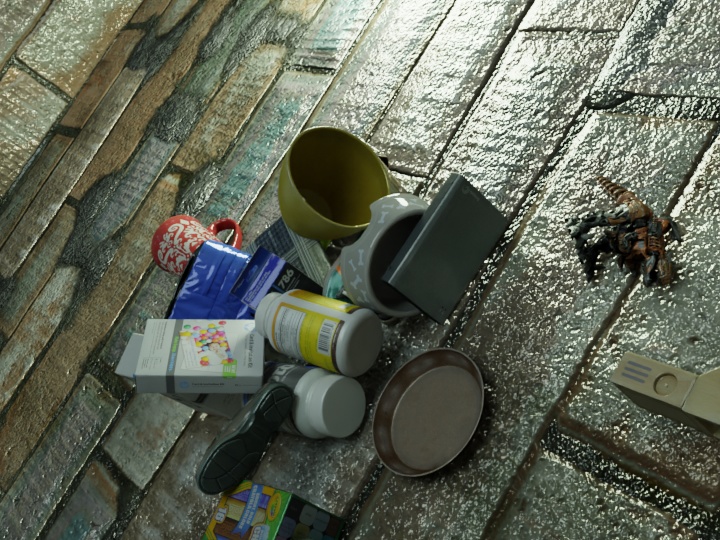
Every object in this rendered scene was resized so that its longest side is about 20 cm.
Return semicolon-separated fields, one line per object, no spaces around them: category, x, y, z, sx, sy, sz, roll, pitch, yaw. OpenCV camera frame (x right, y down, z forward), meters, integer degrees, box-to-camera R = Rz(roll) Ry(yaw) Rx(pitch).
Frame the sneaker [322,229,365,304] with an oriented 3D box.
sneaker;0.000;0.000;1.538;0.080;0.071;0.200;-3;57;50

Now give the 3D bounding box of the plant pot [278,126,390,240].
plant pot;-0.068;-0.133;1.566;0.142;0.200;0.200;-40;33;51

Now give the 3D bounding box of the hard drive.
hard drive;0.134;-0.033;1.367;0.200;0.140;0.033;-57;37;-6

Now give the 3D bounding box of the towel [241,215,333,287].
towel;-0.135;0.000;1.660;0.192;0.035;0.200;-38;61;25

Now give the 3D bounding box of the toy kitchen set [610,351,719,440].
toy kitchen set;0.397;0.065;0.994;0.180;0.163;0.200;19;75;51

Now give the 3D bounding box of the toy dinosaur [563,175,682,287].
toy dinosaur;0.360;-0.050;1.211;0.136;0.102;0.200;-22;26;13

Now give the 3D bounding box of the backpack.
backpack;-0.252;0.056;1.614;0.163;0.167;0.200;115;171;-77

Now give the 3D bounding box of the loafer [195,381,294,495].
loafer;-0.178;0.253;1.349;0.200;0.072;0.063;-49;23;-13

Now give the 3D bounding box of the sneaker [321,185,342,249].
sneaker;-0.073;-0.090;1.705;0.200;0.074;0.084;-48;6;16

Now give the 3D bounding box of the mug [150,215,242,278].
mug;-0.334;-0.044;1.879;0.200;0.133;0.178;30;86;49

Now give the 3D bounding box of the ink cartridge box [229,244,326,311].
ink cartridge box;-0.122;0.049;1.520;0.039;0.200;0.100;23;79;53

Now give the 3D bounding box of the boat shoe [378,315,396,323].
boat shoe;0.069;-0.009;1.480;0.073;0.063;0.200;14;71;50

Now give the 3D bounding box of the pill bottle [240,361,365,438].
pill bottle;-0.093;0.210;1.430;0.200;0.114;0.114;0;61;46

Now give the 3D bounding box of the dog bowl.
dog bowl;0.067;-0.017;1.386;0.200;0.200;0.059;-56;36;-5

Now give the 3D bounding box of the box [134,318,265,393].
box;-0.257;0.139;1.445;0.156;0.200;0.041;-97;10;-58

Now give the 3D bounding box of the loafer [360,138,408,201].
loafer;0.036;-0.185;1.665;0.063;0.072;0.200;-26;48;6

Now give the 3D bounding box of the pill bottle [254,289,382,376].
pill bottle;-0.072;0.094;1.411;0.200;0.109;0.109;15;71;35

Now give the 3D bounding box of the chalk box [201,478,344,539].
chalk box;-0.117;0.395;1.298;0.200;0.125;0.124;1;62;48

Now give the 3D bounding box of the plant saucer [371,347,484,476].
plant saucer;0.104;0.210;1.291;0.200;0.034;0.201;-27;43;29

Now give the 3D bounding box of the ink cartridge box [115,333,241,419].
ink cartridge box;-0.318;0.195;1.608;0.146;0.200;0.084;2;64;47
